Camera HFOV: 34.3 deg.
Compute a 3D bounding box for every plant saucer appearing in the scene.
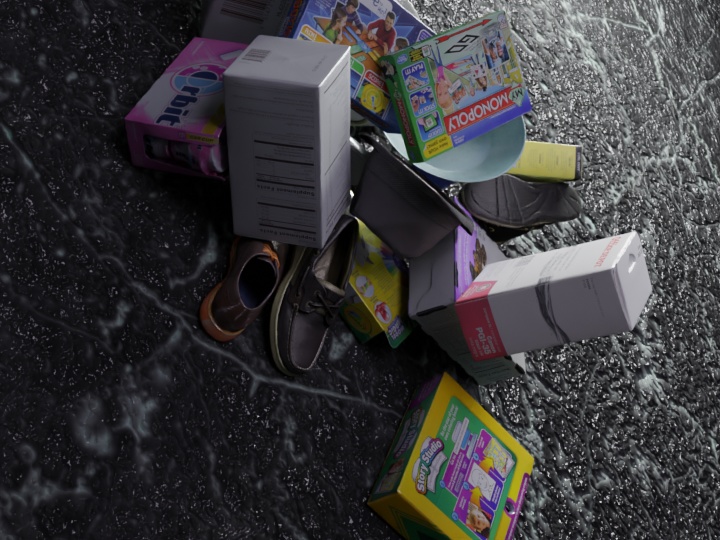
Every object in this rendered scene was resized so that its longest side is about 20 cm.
[{"bbox_3d":[0.113,-0.185,1.504,0.201,0.039,0.201,8,57,-13],"label":"plant saucer"}]

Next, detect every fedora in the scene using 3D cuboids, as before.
[{"bbox_3d":[0.046,-0.077,1.392,0.177,0.090,0.200,41,7,11],"label":"fedora"}]

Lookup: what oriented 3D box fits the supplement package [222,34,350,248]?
[{"bbox_3d":[-0.078,-0.142,1.294,0.114,0.109,0.200,-61,156,-53],"label":"supplement package"}]

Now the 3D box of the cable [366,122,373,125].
[{"bbox_3d":[-0.006,-0.294,1.623,0.200,0.069,0.200,-26,85,-50],"label":"cable"}]

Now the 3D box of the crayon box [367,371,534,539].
[{"bbox_3d":[0.114,0.252,1.404,0.173,0.058,0.200,44,41,-14],"label":"crayon box"}]

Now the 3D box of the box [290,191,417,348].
[{"bbox_3d":[0.000,0.000,1.460,0.200,0.048,0.117,53,39,-2],"label":"box"}]

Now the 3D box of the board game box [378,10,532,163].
[{"bbox_3d":[0.121,-0.229,1.441,0.200,0.029,0.135,-29,108,-34],"label":"board game box"}]

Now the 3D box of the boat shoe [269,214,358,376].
[{"bbox_3d":[-0.050,0.023,1.342,0.073,0.065,0.200,25,70,-42],"label":"boat shoe"}]

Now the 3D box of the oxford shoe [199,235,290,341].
[{"bbox_3d":[-0.111,-0.003,1.328,0.071,0.073,0.200,41,42,-19],"label":"oxford shoe"}]

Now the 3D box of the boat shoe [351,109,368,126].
[{"bbox_3d":[0.000,-0.279,1.460,0.075,0.068,0.200,10,66,-10],"label":"boat shoe"}]

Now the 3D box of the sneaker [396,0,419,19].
[{"bbox_3d":[0.061,-0.290,1.595,0.200,0.078,0.090,42,73,-29],"label":"sneaker"}]

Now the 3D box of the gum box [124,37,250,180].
[{"bbox_3d":[-0.176,-0.186,1.338,0.200,0.113,0.066,-63,158,-45],"label":"gum box"}]

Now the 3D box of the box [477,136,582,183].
[{"bbox_3d":[0.198,-0.150,1.591,0.200,0.075,0.050,2,88,-19],"label":"box"}]

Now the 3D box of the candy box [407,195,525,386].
[{"bbox_3d":[0.141,0.029,1.523,0.200,0.072,0.168,43,38,-43],"label":"candy box"}]

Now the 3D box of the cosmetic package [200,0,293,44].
[{"bbox_3d":[-0.102,-0.396,1.466,0.166,0.167,0.200,10,49,-19],"label":"cosmetic package"}]

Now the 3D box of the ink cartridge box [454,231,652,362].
[{"bbox_3d":[0.233,0.031,1.395,0.147,0.200,0.083,-40,113,-60],"label":"ink cartridge box"}]

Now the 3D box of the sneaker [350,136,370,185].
[{"bbox_3d":[-0.056,-0.196,1.484,0.200,0.074,0.118,31,43,-6],"label":"sneaker"}]

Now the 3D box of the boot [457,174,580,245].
[{"bbox_3d":[0.186,-0.080,1.619,0.200,0.151,0.073,-4,80,-35],"label":"boot"}]

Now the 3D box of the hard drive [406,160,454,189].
[{"bbox_3d":[0.113,-0.213,1.600,0.132,0.025,0.200,-27,124,-17],"label":"hard drive"}]

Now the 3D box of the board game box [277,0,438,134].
[{"bbox_3d":[0.000,-0.267,1.384,0.200,0.034,0.135,30,78,-38],"label":"board game box"}]
